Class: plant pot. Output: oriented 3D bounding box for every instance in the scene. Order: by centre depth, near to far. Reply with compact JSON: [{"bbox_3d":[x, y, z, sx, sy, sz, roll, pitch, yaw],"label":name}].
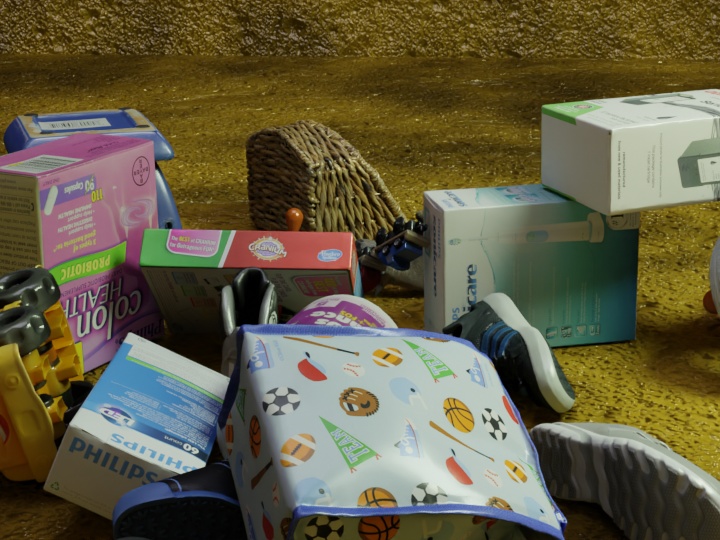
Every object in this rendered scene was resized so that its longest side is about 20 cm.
[{"bbox_3d":[-0.306,-0.080,1.731,0.198,0.181,0.200,-5,18,-16],"label":"plant pot"}]

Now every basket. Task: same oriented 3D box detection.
[{"bbox_3d":[-0.039,-0.114,1.896,0.148,0.144,0.200,-9,18,-25],"label":"basket"}]

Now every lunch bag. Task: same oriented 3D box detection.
[{"bbox_3d":[0.021,0.129,1.004,0.198,0.124,0.171,-1,44,-21],"label":"lunch bag"}]

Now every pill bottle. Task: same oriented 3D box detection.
[{"bbox_3d":[-0.039,0.098,1.227,0.111,0.113,0.200,4,17,17],"label":"pill bottle"}]

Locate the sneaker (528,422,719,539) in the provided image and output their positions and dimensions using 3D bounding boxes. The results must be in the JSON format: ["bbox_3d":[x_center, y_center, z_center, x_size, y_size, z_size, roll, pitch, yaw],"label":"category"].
[{"bbox_3d":[0.207,0.144,1.120,0.081,0.075,0.200,-12,19,-29],"label":"sneaker"}]

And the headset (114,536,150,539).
[{"bbox_3d":[-0.153,0.221,0.930,0.198,0.095,0.124,17,14,5],"label":"headset"}]

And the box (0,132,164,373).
[{"bbox_3d":[-0.279,-0.014,1.463,0.096,0.202,0.176,8,18,28],"label":"box"}]

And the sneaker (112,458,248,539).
[{"bbox_3d":[-0.080,0.161,1.077,0.198,0.071,0.078,2,27,-22],"label":"sneaker"}]

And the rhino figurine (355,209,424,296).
[{"bbox_3d":[0.074,-0.017,1.680,0.198,0.060,0.088,-8,61,-19],"label":"rhino figurine"}]

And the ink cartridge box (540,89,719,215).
[{"bbox_3d":[0.290,-0.116,1.463,0.198,0.085,0.145,-8,16,-18],"label":"ink cartridge box"}]

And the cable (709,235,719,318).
[{"bbox_3d":[0.413,0.008,1.380,0.199,0.069,0.201,27,63,4],"label":"cable"}]

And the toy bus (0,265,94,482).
[{"bbox_3d":[-0.320,0.098,1.238,0.190,0.137,0.200,-15,20,-2],"label":"toy bus"}]

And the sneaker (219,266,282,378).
[{"bbox_3d":[-0.090,0.046,1.399,0.074,0.116,0.200,-1,17,0],"label":"sneaker"}]

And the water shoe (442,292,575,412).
[{"bbox_3d":[0.130,0.087,1.375,0.079,0.072,0.200,-30,20,0],"label":"water shoe"}]

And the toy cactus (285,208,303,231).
[{"bbox_3d":[-0.123,-0.008,1.658,0.199,0.103,0.165,-17,12,-22],"label":"toy cactus"}]

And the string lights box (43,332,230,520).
[{"bbox_3d":[-0.162,0.123,1.180,0.102,0.059,0.200,25,17,-3],"label":"string lights box"}]

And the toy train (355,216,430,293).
[{"bbox_3d":[0.000,0.000,1.538,0.034,0.046,0.200,21,-34,-31],"label":"toy train"}]

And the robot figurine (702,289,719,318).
[{"bbox_3d":[0.422,0.005,1.511,0.143,0.118,0.199,23,27,30],"label":"robot figurine"}]

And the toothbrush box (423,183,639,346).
[{"bbox_3d":[0.165,-0.004,1.507,0.198,0.148,0.085,-5,16,-12],"label":"toothbrush box"}]

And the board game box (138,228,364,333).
[{"bbox_3d":[-0.100,0.014,1.484,0.198,0.041,0.153,1,-27,5],"label":"board game box"}]
